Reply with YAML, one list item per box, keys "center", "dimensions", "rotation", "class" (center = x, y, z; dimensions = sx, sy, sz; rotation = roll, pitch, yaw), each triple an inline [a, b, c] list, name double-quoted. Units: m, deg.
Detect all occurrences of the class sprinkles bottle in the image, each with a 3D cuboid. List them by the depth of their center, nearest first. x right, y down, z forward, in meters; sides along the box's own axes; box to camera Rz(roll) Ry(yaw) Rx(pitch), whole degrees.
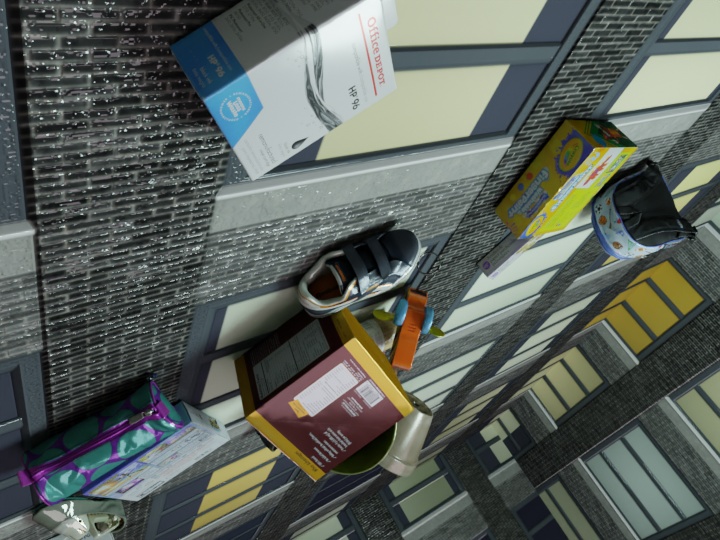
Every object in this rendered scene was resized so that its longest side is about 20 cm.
- center: [-0.013, 0.137, 1.098]
  dimensions: [0.197, 0.069, 0.069]
  rotation: [-19, 151, -32]
  class: "sprinkles bottle"

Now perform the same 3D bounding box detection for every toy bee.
- center: [0.101, 0.078, 1.090]
  dimensions: [0.201, 0.130, 0.109]
  rotation: [-53, -177, -1]
  class: "toy bee"

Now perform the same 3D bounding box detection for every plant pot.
- center: [-0.012, 0.276, 1.186]
  dimensions: [0.186, 0.188, 0.200]
  rotation: [-37, 174, 5]
  class: "plant pot"
- center: [0.109, 0.441, 1.688]
  dimensions: [0.175, 0.199, 0.199]
  rotation: [-57, 152, 8]
  class: "plant pot"

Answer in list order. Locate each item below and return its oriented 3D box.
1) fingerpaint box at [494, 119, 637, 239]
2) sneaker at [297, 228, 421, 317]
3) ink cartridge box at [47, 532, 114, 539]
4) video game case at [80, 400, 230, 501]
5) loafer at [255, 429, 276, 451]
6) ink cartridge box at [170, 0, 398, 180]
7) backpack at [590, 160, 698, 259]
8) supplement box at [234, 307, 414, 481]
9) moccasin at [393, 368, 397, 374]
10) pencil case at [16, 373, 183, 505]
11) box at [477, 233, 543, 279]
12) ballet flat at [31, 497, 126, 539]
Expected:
- center: [0.350, -0.157, 1.033]
  dimensions: [0.165, 0.074, 0.201]
  rotation: [-12, 147, -42]
  class: "fingerpaint box"
- center: [0.000, 0.000, 0.860]
  dimensions: [0.198, 0.079, 0.080]
  rotation: [-33, 161, -2]
  class: "sneaker"
- center: [-0.550, 0.575, 1.174]
  dimensions: [0.143, 0.084, 0.201]
  rotation: [-20, 152, -29]
  class: "ink cartridge box"
- center: [-0.341, 0.309, 1.014]
  dimensions: [0.198, 0.046, 0.182]
  rotation: [-33, 157, -6]
  class: "video game case"
- center: [-0.135, 0.291, 1.223]
  dimensions: [0.200, 0.063, 0.071]
  rotation: [-46, 155, 23]
  class: "loafer"
- center: [-0.039, -0.179, 0.503]
  dimensions: [0.198, 0.068, 0.116]
  rotation: [-34, 156, -4]
  class: "ink cartridge box"
- center: [0.592, -0.116, 1.305]
  dimensions: [0.188, 0.203, 0.154]
  rotation: [-13, 161, -33]
  class: "backpack"
- center: [-0.059, 0.183, 0.951]
  dimensions: [0.199, 0.133, 0.198]
  rotation: [-35, 125, 3]
  class: "supplement box"
- center: [0.019, 0.278, 1.389]
  dimensions: [0.077, 0.074, 0.202]
  rotation: [-19, 149, -54]
  class: "moccasin"
- center: [-0.349, 0.230, 0.818]
  dimensions: [0.198, 0.086, 0.093]
  rotation: [-30, 171, -12]
  class: "pencil case"
- center: [0.324, -0.062, 1.210]
  dimensions: [0.200, 0.039, 0.041]
  rotation: [-44, 153, 18]
  class: "box"
- center: [-0.475, 0.432, 1.040]
  dimensions: [0.067, 0.064, 0.200]
  rotation: [-36, 155, 2]
  class: "ballet flat"
